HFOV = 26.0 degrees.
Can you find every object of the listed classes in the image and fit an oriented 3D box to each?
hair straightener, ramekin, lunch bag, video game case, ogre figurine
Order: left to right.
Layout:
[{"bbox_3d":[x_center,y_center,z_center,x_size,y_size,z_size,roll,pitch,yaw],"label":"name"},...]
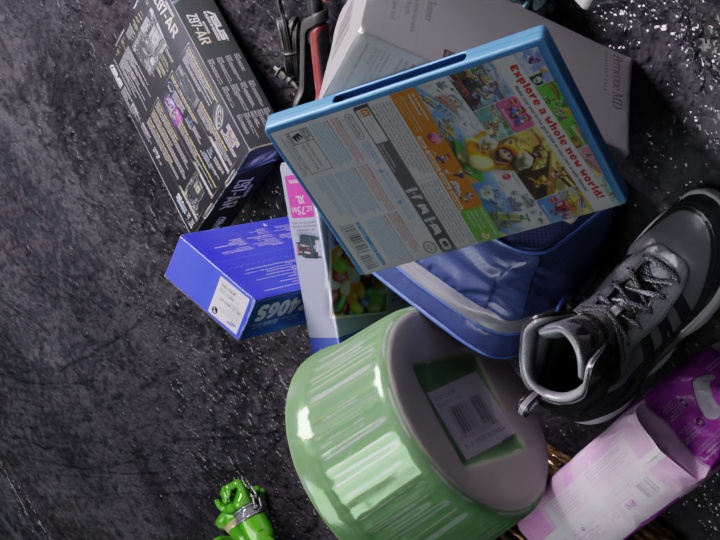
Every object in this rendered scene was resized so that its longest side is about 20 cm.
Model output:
[{"bbox_3d":[-0.114,0.322,1.697,0.120,0.098,0.200,52,133,30],"label":"ogre figurine"},{"bbox_3d":[-0.055,-0.165,1.330,0.077,0.041,0.200,25,137,39],"label":"hair straightener"},{"bbox_3d":[0.049,0.124,1.171,0.098,0.200,0.200,-37,84,33],"label":"ramekin"},{"bbox_3d":[0.057,-0.073,1.026,0.200,0.018,0.143,-15,128,25],"label":"video game case"},{"bbox_3d":[0.093,-0.030,1.171,0.200,0.136,0.132,39,140,24],"label":"lunch bag"}]

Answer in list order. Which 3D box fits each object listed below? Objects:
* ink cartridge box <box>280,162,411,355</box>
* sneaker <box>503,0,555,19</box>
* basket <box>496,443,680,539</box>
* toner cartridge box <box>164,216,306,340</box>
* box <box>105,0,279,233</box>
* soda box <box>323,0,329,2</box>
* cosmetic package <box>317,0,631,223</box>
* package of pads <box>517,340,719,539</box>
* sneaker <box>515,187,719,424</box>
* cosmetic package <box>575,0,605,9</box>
[{"bbox_3d":[0.000,0.000,1.285,0.042,0.119,0.200,1,103,39],"label":"ink cartridge box"},{"bbox_3d":[0.099,-0.212,1.107,0.086,0.078,0.200,18,135,27],"label":"sneaker"},{"bbox_3d":[0.142,0.252,1.301,0.200,0.143,0.149,36,137,29],"label":"basket"},{"bbox_3d":[-0.061,0.000,1.319,0.095,0.200,0.043,40,120,26],"label":"toner cartridge box"},{"bbox_3d":[-0.155,-0.155,1.429,0.200,0.043,0.160,61,145,15],"label":"box"},{"bbox_3d":[-0.070,-0.294,1.238,0.200,0.070,0.063,38,140,27],"label":"soda box"},{"bbox_3d":[0.080,-0.126,1.058,0.200,0.113,0.081,21,134,-11],"label":"cosmetic package"},{"bbox_3d":[0.210,0.145,1.164,0.076,0.120,0.200,49,143,11],"label":"package of pads"},{"bbox_3d":[0.181,0.029,1.077,0.075,0.114,0.200,43,113,25],"label":"sneaker"},{"bbox_3d":[0.125,-0.275,0.989,0.200,0.108,0.085,50,144,16],"label":"cosmetic package"}]
